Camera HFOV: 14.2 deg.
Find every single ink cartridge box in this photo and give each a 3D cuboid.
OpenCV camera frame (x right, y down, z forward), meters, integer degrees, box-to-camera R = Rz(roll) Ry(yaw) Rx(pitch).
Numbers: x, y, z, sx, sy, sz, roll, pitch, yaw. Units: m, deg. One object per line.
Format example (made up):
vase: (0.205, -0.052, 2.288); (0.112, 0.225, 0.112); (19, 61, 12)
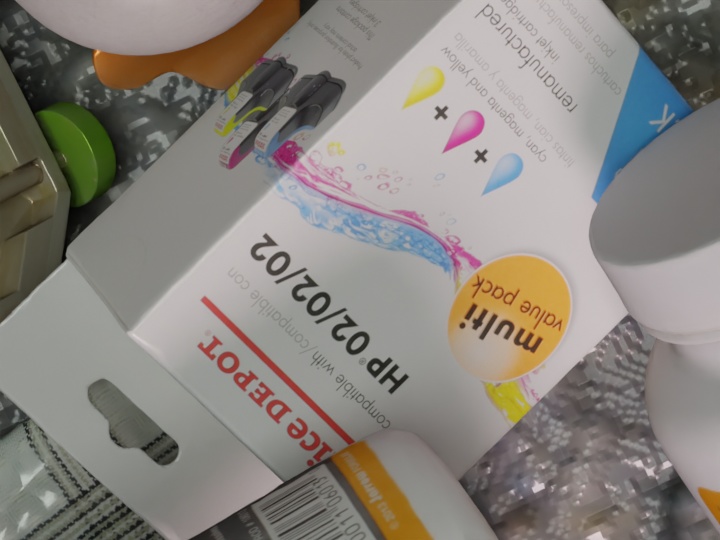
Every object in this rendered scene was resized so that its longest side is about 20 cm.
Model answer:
ink cartridge box: (0.000, 0.000, 0.835); (0.200, 0.068, 0.115); (-45, 120, 0)

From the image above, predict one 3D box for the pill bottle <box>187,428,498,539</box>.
pill bottle: (-0.044, 0.137, 0.772); (0.200, 0.116, 0.117); (-30, 94, -5)

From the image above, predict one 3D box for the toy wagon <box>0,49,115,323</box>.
toy wagon: (-0.161, -0.059, 0.849); (0.040, 0.155, 0.200); (-23, 97, 44)

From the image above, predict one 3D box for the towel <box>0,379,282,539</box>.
towel: (-0.050, 0.124, 0.919); (0.200, 0.035, 0.193); (-34, 92, 11)

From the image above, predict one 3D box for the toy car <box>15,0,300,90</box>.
toy car: (-0.057, -0.135, 0.795); (0.177, 0.184, 0.200); (-38, 134, -5)

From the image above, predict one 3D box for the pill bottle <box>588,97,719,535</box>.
pill bottle: (0.149, 0.047, 0.812); (0.111, 0.111, 0.200); (-31, 113, 11)
